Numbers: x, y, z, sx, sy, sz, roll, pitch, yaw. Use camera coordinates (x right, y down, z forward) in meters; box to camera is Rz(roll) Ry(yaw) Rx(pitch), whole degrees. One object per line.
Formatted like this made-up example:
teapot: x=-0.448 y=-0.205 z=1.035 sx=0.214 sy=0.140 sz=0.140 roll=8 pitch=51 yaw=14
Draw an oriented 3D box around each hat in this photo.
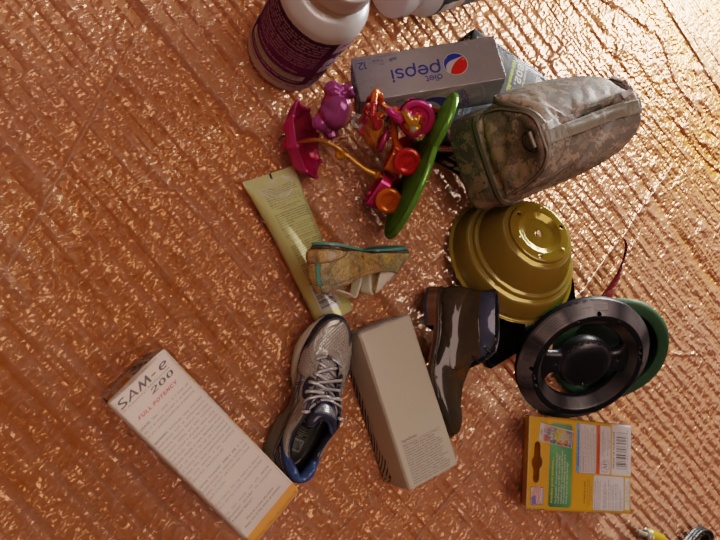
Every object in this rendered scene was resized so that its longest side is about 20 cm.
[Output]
hat: x=0.380 y=0.084 z=0.991 sx=0.198 sy=0.176 sz=0.167 roll=-22 pitch=110 yaw=9

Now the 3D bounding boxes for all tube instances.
tube: x=-0.072 y=-0.031 z=0.776 sx=0.052 sy=0.058 sz=0.202 roll=-25 pitch=91 yaw=16

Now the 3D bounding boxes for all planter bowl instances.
planter bowl: x=0.230 y=-0.034 z=0.868 sx=0.198 sy=0.084 sz=0.202 roll=7 pitch=62 yaw=-14

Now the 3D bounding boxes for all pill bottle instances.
pill bottle: x=-0.057 y=-0.305 z=0.740 sx=0.111 sy=0.200 sz=0.114 roll=4 pitch=80 yaw=-25
pill bottle: x=0.115 y=-0.435 z=0.893 sx=0.199 sy=0.116 sz=0.117 roll=-28 pitch=94 yaw=-27

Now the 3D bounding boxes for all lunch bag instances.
lunch bag: x=0.244 y=-0.176 z=0.810 sx=0.199 sy=0.167 sz=0.141 roll=-22 pitch=98 yaw=-27

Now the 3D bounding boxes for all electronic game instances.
electronic game: x=0.318 y=0.128 z=0.889 sx=0.197 sy=0.042 sz=0.202 roll=-3 pitch=116 yaw=-6

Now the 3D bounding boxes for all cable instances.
cable: x=0.493 y=0.451 z=0.968 sx=0.198 sy=0.050 sz=0.098 roll=9 pitch=81 yaw=-24

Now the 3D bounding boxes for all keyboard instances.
keyboard: x=0.245 y=0.058 z=0.929 sx=0.199 sy=0.039 sz=0.105 roll=-25 pitch=116 yaw=-28

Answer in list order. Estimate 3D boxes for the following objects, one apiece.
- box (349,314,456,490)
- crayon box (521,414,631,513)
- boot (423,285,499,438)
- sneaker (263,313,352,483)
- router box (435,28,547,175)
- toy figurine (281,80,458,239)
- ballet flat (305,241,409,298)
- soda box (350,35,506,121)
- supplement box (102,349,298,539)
box: x=0.046 y=0.164 z=0.786 sx=0.081 sy=0.068 sz=0.202 roll=-16 pitch=88 yaw=-27
crayon box: x=0.305 y=0.281 z=0.903 sx=0.198 sy=0.051 sz=0.127 roll=12 pitch=76 yaw=-25
boot: x=0.139 y=0.117 z=0.814 sx=0.075 sy=0.096 sz=0.203 roll=16 pitch=68 yaw=-67
sneaker: x=-0.046 y=0.151 z=0.718 sx=0.076 sy=0.085 sz=0.202 roll=18 pitch=85 yaw=-23
router box: x=0.189 y=-0.232 z=0.925 sx=0.149 sy=0.062 sz=0.202 roll=23 pitch=72 yaw=-22
toy figurine: x=-0.003 y=-0.165 z=0.771 sx=0.182 sy=0.201 sz=0.151 roll=23 pitch=27 yaw=-9
ballet flat: x=0.000 y=0.000 z=0.764 sx=0.199 sy=0.070 sz=0.072 roll=-2 pitch=81 yaw=-59
soda box: x=0.088 y=-0.254 z=0.835 sx=0.198 sy=0.064 sz=0.069 roll=-11 pitch=74 yaw=-4
supplement box: x=-0.170 y=0.178 z=0.646 sx=0.074 sy=0.126 sz=0.200 roll=-46 pitch=103 yaw=-24
